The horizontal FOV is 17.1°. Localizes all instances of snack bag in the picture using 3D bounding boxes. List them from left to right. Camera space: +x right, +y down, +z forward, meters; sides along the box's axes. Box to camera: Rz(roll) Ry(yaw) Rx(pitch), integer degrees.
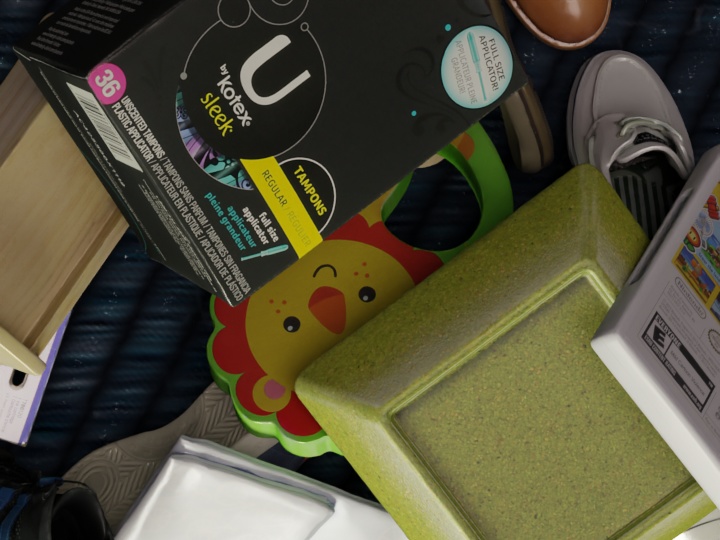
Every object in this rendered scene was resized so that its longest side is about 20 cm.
[{"bbox_3d":[-0.059,0.188,1.356,0.199,0.021,0.189,21,123,-24],"label":"snack bag"}]

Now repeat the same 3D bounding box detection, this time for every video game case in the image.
[{"bbox_3d":[0.216,0.058,1.265,0.200,0.023,0.182,51,43,-13],"label":"video game case"}]

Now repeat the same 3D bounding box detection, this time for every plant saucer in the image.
[{"bbox_3d":[0.100,0.082,1.257,0.200,0.048,0.200,-36,102,5],"label":"plant saucer"}]

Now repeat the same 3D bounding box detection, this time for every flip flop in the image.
[{"bbox_3d":[0.054,-0.144,1.368,0.057,0.081,0.201,-21,107,6],"label":"flip flop"}]

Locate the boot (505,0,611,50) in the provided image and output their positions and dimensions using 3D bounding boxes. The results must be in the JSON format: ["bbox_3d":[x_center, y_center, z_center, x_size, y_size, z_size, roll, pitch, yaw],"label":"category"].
[{"bbox_3d":[0.112,-0.217,1.322,0.073,0.155,0.201,-17,100,-9],"label":"boot"}]

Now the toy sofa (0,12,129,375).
[{"bbox_3d":[-0.171,-0.047,1.312,0.083,0.097,0.200,43,71,-31],"label":"toy sofa"}]

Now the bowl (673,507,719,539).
[{"bbox_3d":[0.210,0.146,1.363,0.200,0.095,0.201,-7,143,-5],"label":"bowl"}]

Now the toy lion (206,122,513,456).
[{"bbox_3d":[0.000,0.000,1.328,0.199,0.069,0.192,-27,69,-9],"label":"toy lion"}]

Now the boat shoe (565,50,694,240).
[{"bbox_3d":[0.163,-0.053,1.345,0.073,0.067,0.201,-1,57,-11],"label":"boat shoe"}]

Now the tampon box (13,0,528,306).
[{"bbox_3d":[-0.046,-0.108,1.234,0.200,0.126,0.150,-38,115,-13],"label":"tampon box"}]

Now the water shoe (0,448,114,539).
[{"bbox_3d":[-0.170,0.141,1.305,0.071,0.200,0.079,14,118,-45],"label":"water shoe"}]

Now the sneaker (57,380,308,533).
[{"bbox_3d":[-0.094,0.126,1.376,0.200,0.075,0.085,-32,138,9],"label":"sneaker"}]

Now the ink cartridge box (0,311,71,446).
[{"bbox_3d":[-0.267,0.022,1.340,0.199,0.039,0.100,20,92,-11],"label":"ink cartridge box"}]
